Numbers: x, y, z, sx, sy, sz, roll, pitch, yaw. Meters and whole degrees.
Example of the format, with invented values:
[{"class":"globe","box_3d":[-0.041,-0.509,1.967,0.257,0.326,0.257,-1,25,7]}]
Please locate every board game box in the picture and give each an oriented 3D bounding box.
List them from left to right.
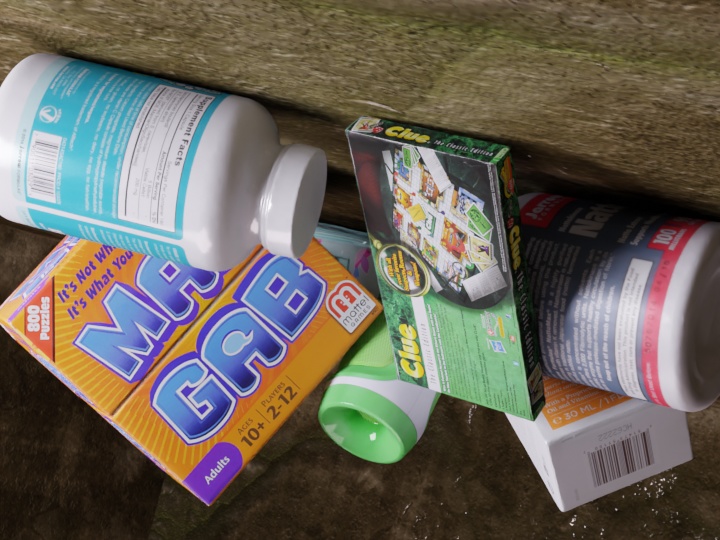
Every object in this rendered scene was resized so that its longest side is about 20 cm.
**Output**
[{"class":"board game box","box_3d":[-0.142,0.032,1.187,0.200,0.200,0.200,44,168,-13]},{"class":"board game box","box_3d":[0.055,0.002,0.922,0.104,0.023,0.201,14,135,29]}]

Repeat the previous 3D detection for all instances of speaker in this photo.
[{"class":"speaker","box_3d":[0.042,0.050,1.183,0.088,0.200,0.089,20,146,15]}]

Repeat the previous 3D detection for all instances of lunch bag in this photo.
[{"class":"lunch bag","box_3d":[0.000,0.000,1.537,0.160,0.077,0.200,21,173,-42]}]

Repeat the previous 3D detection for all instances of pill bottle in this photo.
[{"class":"pill bottle","box_3d":[-0.125,-0.064,0.946,0.199,0.111,0.111,14,175,11]},{"class":"pill bottle","box_3d":[0.138,0.013,0.977,0.199,0.120,0.119,12,175,32]}]

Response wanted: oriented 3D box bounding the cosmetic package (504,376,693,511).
[{"class":"cosmetic package","box_3d":[0.144,0.064,1.068,0.101,0.071,0.200,-22,-142,-5]}]
